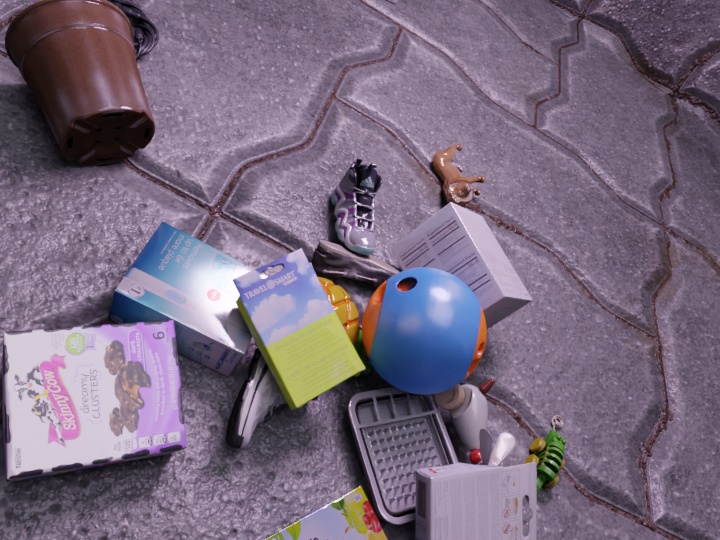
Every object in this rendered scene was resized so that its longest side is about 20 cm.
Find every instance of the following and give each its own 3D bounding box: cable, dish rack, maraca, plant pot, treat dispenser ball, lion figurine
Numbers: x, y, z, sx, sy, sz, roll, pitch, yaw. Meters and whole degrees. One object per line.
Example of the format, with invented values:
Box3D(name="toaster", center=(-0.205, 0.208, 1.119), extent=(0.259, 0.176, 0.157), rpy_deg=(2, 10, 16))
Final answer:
Box3D(name="cable", center=(-0.483, -0.480, 1.169), extent=(0.163, 0.051, 0.200), rpy_deg=(-21, 67, -45))
Box3D(name="dish rack", center=(0.067, 0.287, 0.934), extent=(0.170, 0.044, 0.201), rpy_deg=(-1, 58, -33))
Box3D(name="maraca", center=(-0.047, 0.090, 0.971), extent=(0.200, 0.107, 0.137), rpy_deg=(47, 27, -20))
Box3D(name="plant pot", center=(-0.439, -0.296, 0.966), extent=(0.199, 0.200, 0.199), rpy_deg=(-16, 75, -39))
Box3D(name="treat dispenser ball", center=(0.102, 0.096, 0.952), extent=(0.199, 0.201, 0.202), rpy_deg=(16, 50, -21))
Box3D(name="lion figurine", center=(0.216, -0.227, 1.401), extent=(0.122, 0.073, 0.201), rpy_deg=(-10, 49, -28))

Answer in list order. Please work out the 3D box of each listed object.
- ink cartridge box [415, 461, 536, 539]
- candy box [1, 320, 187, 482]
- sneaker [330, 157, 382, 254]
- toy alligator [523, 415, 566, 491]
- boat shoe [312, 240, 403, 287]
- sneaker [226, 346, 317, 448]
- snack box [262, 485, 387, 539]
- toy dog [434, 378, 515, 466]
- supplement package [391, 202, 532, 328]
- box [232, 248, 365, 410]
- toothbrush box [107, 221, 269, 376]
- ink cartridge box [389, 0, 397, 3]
Box3D(name="ink cartridge box", center=(0.173, 0.369, 0.880), extent=(0.199, 0.050, 0.164), rpy_deg=(2, 87, -29))
Box3D(name="candy box", center=(-0.332, 0.158, 0.740), extent=(0.199, 0.071, 0.169), rpy_deg=(-2, 72, -32))
Box3D(name="sneaker", center=(0.004, -0.137, 1.119), extent=(0.077, 0.140, 0.201), rpy_deg=(7, 42, -29))
Box3D(name="toy alligator", center=(0.348, 0.324, 1.070), extent=(0.059, 0.054, 0.200), rpy_deg=(42, 46, 2))
Box3D(name="boat shoe", center=(0.000, 0.000, 1.107), extent=(0.199, 0.057, 0.067), rpy_deg=(20, 13, -23))
Box3D(name="sneaker", center=(-0.117, 0.183, 0.875), extent=(0.115, 0.076, 0.201), rpy_deg=(26, 45, -10))
Box3D(name="snack box", center=(-0.028, 0.413, 0.764), extent=(0.168, 0.068, 0.201), rpy_deg=(-13, 64, -38))
Box3D(name="toy dog", center=(0.207, 0.259, 0.970), extent=(0.201, 0.096, 0.132), rpy_deg=(60, 20, 16))
Box3D(name="supplement package", center=(0.190, 0.007, 1.114), extent=(0.151, 0.150, 0.201), rpy_deg=(9, 49, -56))
Box3D(name="box", center=(-0.093, 0.083, 0.859), extent=(0.121, 0.048, 0.201), rpy_deg=(-26, 84, -25))
Box3D(name="toothbrush box", center=(-0.248, 0.043, 0.892), extent=(0.199, 0.085, 0.147), rpy_deg=(30, 47, -11))
Box3D(name="ink cartridge box", center=(0.024, -0.923, 1.807), extent=(0.197, 0.043, 0.201), rpy_deg=(14, 53, -23))
